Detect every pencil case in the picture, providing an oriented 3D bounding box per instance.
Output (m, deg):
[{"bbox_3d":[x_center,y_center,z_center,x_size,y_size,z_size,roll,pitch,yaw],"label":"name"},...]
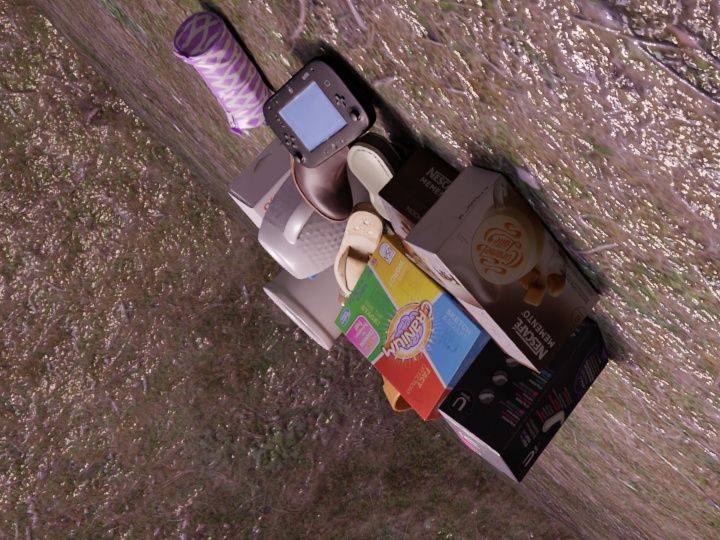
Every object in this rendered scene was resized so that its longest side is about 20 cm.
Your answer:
[{"bbox_3d":[-0.197,-0.284,1.610,0.084,0.086,0.200,35,168,34],"label":"pencil case"}]

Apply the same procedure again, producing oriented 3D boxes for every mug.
[{"bbox_3d":[-0.066,-0.087,1.659,0.147,0.176,0.200,41,172,6],"label":"mug"}]

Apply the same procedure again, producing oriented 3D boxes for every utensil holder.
[{"bbox_3d":[-0.056,0.018,2.089,0.170,0.200,0.170,42,173,6],"label":"utensil holder"}]

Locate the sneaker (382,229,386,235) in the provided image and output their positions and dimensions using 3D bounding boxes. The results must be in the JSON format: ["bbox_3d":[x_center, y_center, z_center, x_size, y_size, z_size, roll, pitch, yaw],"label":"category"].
[{"bbox_3d":[0.022,-0.043,1.741,0.198,0.071,0.093,28,179,23],"label":"sneaker"}]

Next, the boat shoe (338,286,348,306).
[{"bbox_3d":[0.047,0.030,1.806,0.197,0.065,0.071,3,-158,-34],"label":"boat shoe"}]

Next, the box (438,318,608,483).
[{"bbox_3d":[0.207,0.143,1.394,0.105,0.201,0.122,32,169,32],"label":"box"}]

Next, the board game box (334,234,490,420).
[{"bbox_3d":[0.069,0.073,1.477,0.040,0.154,0.200,-2,-141,-50],"label":"board game box"}]

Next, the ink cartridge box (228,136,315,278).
[{"bbox_3d":[-0.100,-0.108,1.831,0.086,0.147,0.200,36,170,44],"label":"ink cartridge box"}]

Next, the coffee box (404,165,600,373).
[{"bbox_3d":[0.156,-0.001,1.212,0.200,0.115,0.080,47,171,-26],"label":"coffee box"}]

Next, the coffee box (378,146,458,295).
[{"bbox_3d":[0.102,-0.050,1.352,0.113,0.080,0.200,41,173,22],"label":"coffee box"}]

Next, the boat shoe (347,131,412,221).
[{"bbox_3d":[0.037,-0.122,1.369,0.071,0.061,0.202,27,166,22],"label":"boat shoe"}]

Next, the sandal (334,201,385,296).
[{"bbox_3d":[-0.006,-0.001,1.614,0.076,0.070,0.213,13,139,5],"label":"sandal"}]

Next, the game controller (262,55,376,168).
[{"bbox_3d":[-0.054,-0.190,1.349,0.104,0.042,0.199,43,152,-12],"label":"game controller"}]

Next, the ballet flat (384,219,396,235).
[{"bbox_3d":[0.081,-0.048,1.535,0.076,0.068,0.200,51,173,-35],"label":"ballet flat"}]

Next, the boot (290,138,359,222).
[{"bbox_3d":[-0.040,-0.148,1.474,0.166,0.072,0.202,17,136,64],"label":"boot"}]

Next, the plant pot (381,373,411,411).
[{"bbox_3d":[0.108,0.140,2.020,0.141,0.198,0.200,57,178,21],"label":"plant pot"}]
